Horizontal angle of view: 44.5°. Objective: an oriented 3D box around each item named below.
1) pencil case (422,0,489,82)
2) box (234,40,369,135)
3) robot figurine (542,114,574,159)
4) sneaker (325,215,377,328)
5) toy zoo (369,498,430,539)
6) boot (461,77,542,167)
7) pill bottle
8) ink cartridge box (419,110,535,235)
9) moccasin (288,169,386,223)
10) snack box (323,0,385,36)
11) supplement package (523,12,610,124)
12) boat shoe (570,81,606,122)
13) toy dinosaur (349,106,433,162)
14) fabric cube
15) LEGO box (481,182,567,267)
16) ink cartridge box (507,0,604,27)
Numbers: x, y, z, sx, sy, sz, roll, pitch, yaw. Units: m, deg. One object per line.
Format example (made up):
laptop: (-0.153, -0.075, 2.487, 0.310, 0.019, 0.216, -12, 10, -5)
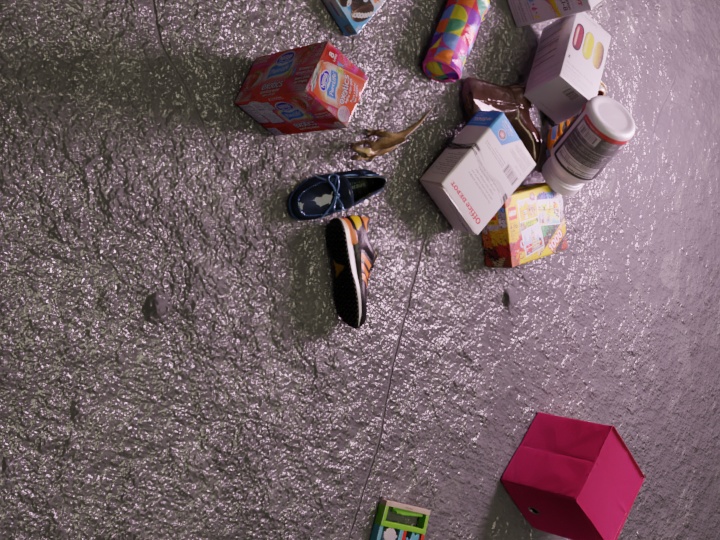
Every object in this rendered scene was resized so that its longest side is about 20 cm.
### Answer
pencil case: (0.192, -0.464, 1.729, 0.088, 0.088, 0.202, 38, 69, -36)
box: (-0.096, -0.285, 1.399, 0.099, 0.199, 0.096, 35, 71, -36)
robot figurine: (0.479, -0.313, 1.968, 0.143, 0.058, 0.203, 7, 89, -8)
sneaker: (0.000, 0.000, 1.580, 0.089, 0.070, 0.203, -14, 99, -37)
toy zoo: (0.063, 0.549, 1.688, 0.130, 0.020, 0.202, 23, 76, -40)
boot: (0.290, -0.304, 1.832, 0.199, 0.064, 0.189, -5, 82, -45)
pill bottle: (0.468, -0.255, 1.832, 0.115, 0.200, 0.117, 14, 51, -18)
ink cartridge box: (0.232, -0.195, 1.746, 0.200, 0.084, 0.146, -48, 121, -13)
moccasin: (-0.037, -0.143, 1.543, 0.199, 0.068, 0.081, -29, 110, -37)
snack box: (0.006, -0.532, 1.589, 0.117, 0.037, 0.201, 52, 59, -30)
supplement package: (0.443, -0.439, 1.881, 0.113, 0.109, 0.202, 32, 61, -24)
boat shoe: (0.537, -0.413, 2.046, 0.073, 0.069, 0.203, 21, 78, -40)
toy dinosaur: (0.049, -0.232, 1.595, 0.199, 0.101, 0.059, -33, 112, -36)
fabric cube: (0.466, 0.458, 1.927, 0.201, 0.198, 0.197, -53, 124, -27)
LEGO box: (0.349, -0.100, 1.883, 0.199, 0.077, 0.151, -17, 103, -40)
ink cartridge box: (0.419, -0.621, 1.847, 0.144, 0.199, 0.146, -40, 116, -33)
